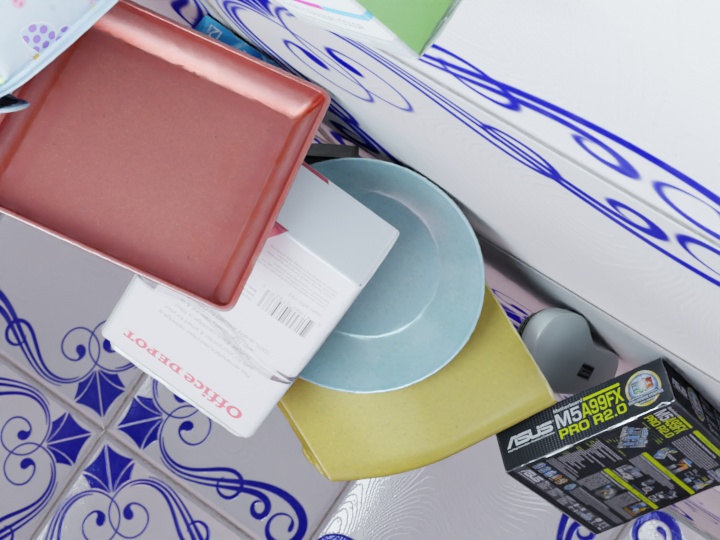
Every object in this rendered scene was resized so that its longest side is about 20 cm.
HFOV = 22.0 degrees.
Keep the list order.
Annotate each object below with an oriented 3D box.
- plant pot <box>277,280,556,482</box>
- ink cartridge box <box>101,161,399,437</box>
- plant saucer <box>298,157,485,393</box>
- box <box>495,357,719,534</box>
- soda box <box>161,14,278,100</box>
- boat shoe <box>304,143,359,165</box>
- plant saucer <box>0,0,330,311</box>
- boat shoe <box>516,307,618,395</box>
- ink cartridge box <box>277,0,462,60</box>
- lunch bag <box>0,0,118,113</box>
[{"bbox_3d":[0.019,0.078,1.601,0.194,0.200,0.196,59,175,-4],"label":"plant pot"},{"bbox_3d":[-0.086,0.012,1.401,0.145,0.200,0.083,36,-140,-1],"label":"ink cartridge box"},{"bbox_3d":[0.000,0.000,1.470,0.201,0.201,0.039,35,-159,-8],"label":"plant saucer"},{"bbox_3d":[0.231,0.157,1.605,0.200,0.160,0.044,37,-148,-52],"label":"box"},{"bbox_3d":[-0.119,-0.146,1.442,0.068,0.064,0.200,35,176,-9],"label":"soda box"},{"bbox_3d":[-0.090,-0.071,1.457,0.200,0.063,0.073,-1,-176,-30],"label":"boat shoe"},{"bbox_3d":[-0.147,-0.082,1.284,0.200,0.200,0.037,25,149,-3],"label":"plant saucer"},{"bbox_3d":[0.171,0.072,1.657,0.064,0.071,0.200,31,177,27],"label":"boat shoe"},{"bbox_3d":[-0.054,-0.163,0.681,0.200,0.059,0.104,36,176,-33],"label":"ink cartridge box"},{"bbox_3d":[-0.250,-0.164,1.184,0.127,0.200,0.170,50,169,-19],"label":"lunch bag"}]
